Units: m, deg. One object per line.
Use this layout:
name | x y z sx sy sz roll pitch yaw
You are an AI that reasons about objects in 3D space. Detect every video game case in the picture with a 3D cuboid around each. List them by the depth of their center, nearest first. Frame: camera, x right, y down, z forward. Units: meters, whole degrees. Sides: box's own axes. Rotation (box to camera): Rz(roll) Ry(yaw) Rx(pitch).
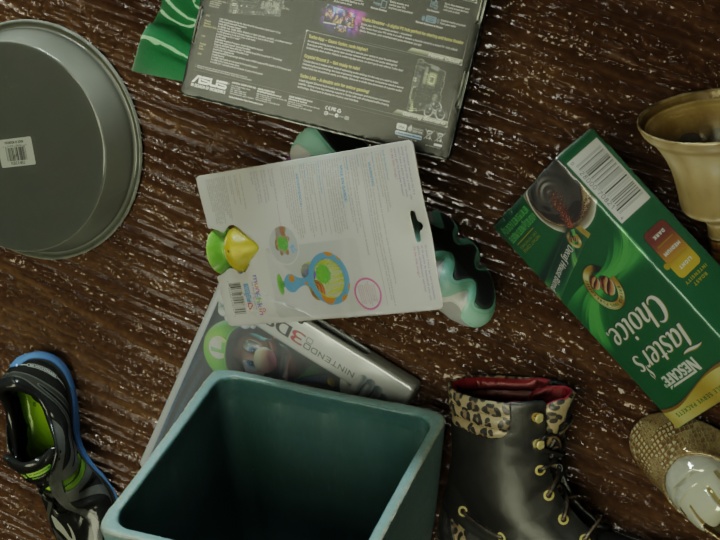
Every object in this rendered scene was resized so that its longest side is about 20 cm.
video game case | -0.070 0.126 1.255 0.181 0.023 0.201 31 113 12

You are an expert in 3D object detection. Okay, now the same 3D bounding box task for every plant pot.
plant pot | -0.053 0.225 1.162 0.195 0.196 0.201 9 125 20

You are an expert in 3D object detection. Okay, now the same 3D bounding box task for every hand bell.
hand bell | 0.251 -0.014 1.066 0.103 0.104 0.201 1 117 22

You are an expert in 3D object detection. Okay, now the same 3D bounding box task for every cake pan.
cake pan | -0.274 -0.103 1.269 0.199 0.037 0.202 6 106 20

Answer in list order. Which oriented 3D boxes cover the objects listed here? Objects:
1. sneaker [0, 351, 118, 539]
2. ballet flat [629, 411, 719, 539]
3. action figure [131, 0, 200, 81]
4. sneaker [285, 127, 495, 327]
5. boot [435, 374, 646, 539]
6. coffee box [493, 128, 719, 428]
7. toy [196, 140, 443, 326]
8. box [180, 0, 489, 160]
sneaker | -0.263 0.170 1.312 0.070 0.083 0.201 -14 98 25
ballet flat | 0.276 0.173 1.103 0.199 0.065 0.071 33 114 11
action figure | -0.056 -0.159 1.149 0.199 0.055 0.119 26 94 7
sneaker | 0.000 0.000 1.170 0.200 0.078 0.140 47 118 15
boot | 0.147 0.163 1.151 0.199 0.073 0.152 7 107 29
coffee box | 0.191 0.009 1.071 0.200 0.044 0.123 48 153 4
toy | -0.024 -0.026 1.107 0.199 0.047 0.116 -7 99 35
box | -0.013 -0.179 1.097 0.199 0.044 0.161 13 96 4
